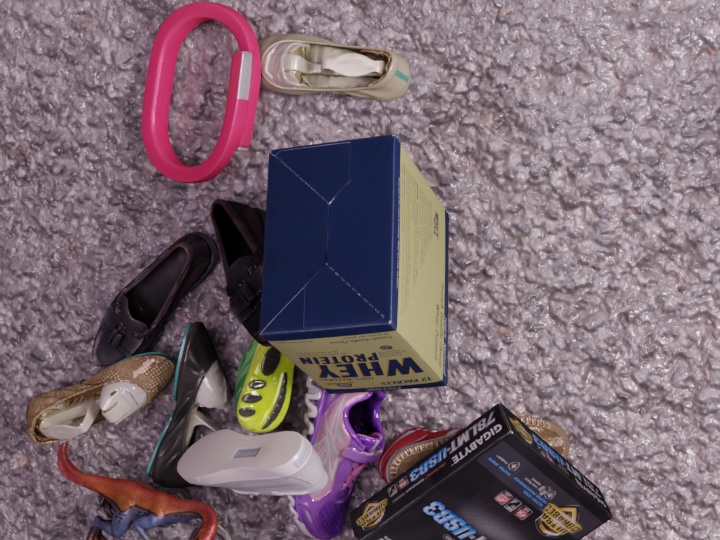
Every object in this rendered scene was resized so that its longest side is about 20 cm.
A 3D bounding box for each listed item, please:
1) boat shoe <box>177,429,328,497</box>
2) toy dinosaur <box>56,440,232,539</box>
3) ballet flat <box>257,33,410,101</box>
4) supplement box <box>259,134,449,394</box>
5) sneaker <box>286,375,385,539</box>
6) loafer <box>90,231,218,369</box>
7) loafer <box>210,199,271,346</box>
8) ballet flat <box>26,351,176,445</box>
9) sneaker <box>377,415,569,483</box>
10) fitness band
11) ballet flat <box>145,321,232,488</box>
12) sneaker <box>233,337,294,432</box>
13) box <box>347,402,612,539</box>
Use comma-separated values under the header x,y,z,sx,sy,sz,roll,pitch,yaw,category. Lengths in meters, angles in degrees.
x,y,z,sx,sy,sz,roll,pitch,yaw,category
-0.114,0.211,1.615,0.200,0.072,0.069,-13,125,40,boat shoe
-0.238,0.270,1.665,0.181,0.105,0.200,-24,115,44,toy dinosaur
-0.045,-0.221,1.632,0.200,0.069,0.070,6,95,17,ballet flat
0.000,0.000,1.530,0.134,0.200,0.200,-5,68,18,supplement box
-0.019,0.196,1.627,0.088,0.080,0.200,12,97,37,sneaker
-0.243,0.034,1.707,0.072,0.063,0.200,45,104,11,loafer
-0.123,-0.001,1.603,0.072,0.063,0.200,-45,36,23,loafer
-0.296,0.154,1.724,0.200,0.065,0.071,-24,128,22,ballet flat
0.114,0.195,1.612,0.200,0.112,0.071,-8,88,-13,sneaker
-0.177,-0.195,1.671,0.144,0.037,0.200,14,98,36,fitness band
-0.183,0.155,1.699,0.068,0.068,0.200,18,109,6,ballet flat
-0.093,0.077,1.653,0.074,0.084,0.200,28,81,-23,sneaker
0.124,0.249,1.548,0.198,0.200,0.050,-38,39,14,box
